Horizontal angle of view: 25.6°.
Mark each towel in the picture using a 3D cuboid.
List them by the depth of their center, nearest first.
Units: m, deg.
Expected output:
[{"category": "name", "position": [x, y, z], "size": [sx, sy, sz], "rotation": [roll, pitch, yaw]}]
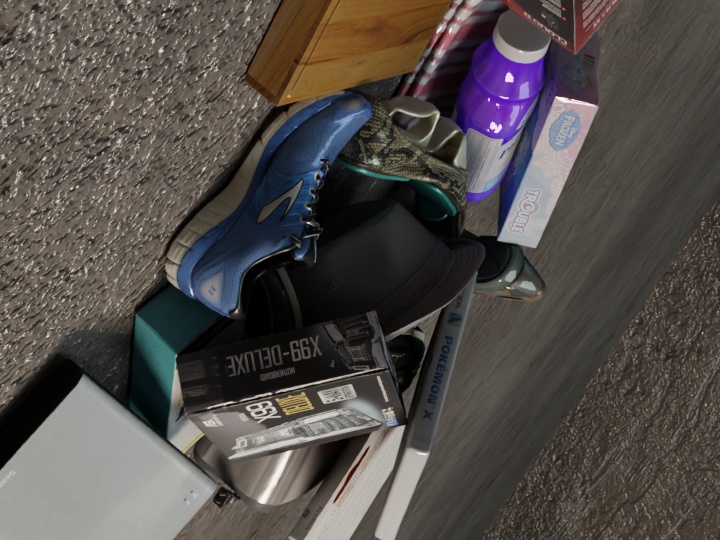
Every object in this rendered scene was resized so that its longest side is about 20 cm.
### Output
[{"category": "towel", "position": [0.086, -0.178, 1.383], "size": [0.146, 0.030, 0.201], "rotation": [-23, 149, -57]}]

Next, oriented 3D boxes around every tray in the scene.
[{"category": "tray", "position": [0.003, -0.179, 1.138], "size": [0.200, 0.037, 0.099], "rotation": [-26, 151, -58]}]

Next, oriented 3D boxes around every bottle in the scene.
[{"category": "bottle", "position": [0.116, -0.144, 1.371], "size": [0.084, 0.065, 0.201], "rotation": [-57, 172, -33]}]

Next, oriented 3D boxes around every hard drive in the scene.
[{"category": "hard drive", "position": [-0.209, 0.168, 1.201], "size": [0.140, 0.033, 0.200], "rotation": [-48, 140, -7]}]

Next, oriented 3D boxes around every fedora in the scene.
[{"category": "fedora", "position": [0.000, 0.000, 1.355], "size": [0.199, 0.091, 0.177], "rotation": [-25, -163, 39]}]

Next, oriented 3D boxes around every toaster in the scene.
[{"category": "toaster", "position": [-0.072, 0.138, 1.506], "size": [0.130, 0.113, 0.200], "rotation": [-61, 163, 22]}]

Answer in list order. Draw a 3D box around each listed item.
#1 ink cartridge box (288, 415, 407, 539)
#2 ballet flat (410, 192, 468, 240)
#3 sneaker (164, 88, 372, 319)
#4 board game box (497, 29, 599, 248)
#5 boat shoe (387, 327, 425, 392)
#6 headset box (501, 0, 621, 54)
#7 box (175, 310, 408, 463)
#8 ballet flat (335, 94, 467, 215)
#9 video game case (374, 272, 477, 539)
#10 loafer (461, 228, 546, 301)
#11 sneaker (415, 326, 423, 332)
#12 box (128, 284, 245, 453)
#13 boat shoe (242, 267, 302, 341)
[{"category": "ink cartridge box", "position": [-0.014, 0.192, 1.501], "size": [0.162, 0.050, 0.200], "rotation": [-57, 164, -8]}, {"category": "ballet flat", "position": [0.070, -0.031, 1.494], "size": [0.075, 0.067, 0.202], "rotation": [54, 51, -55]}, {"category": "sneaker", "position": [-0.052, -0.047, 1.182], "size": [0.201, 0.089, 0.079], "rotation": [-51, 165, 2]}, {"category": "board game box", "position": [0.171, -0.160, 1.444], "size": [0.201, 0.043, 0.201], "rotation": [107, -9, -52]}, {"category": "boat shoe", "position": [0.023, 0.084, 1.494], "size": [0.200, 0.071, 0.068], "rotation": [47, 45, -83]}, {"category": "headset box", "position": [0.112, -0.245, 1.084], "size": [0.075, 0.148, 0.200], "rotation": [-48, 163, -6]}, {"category": "box", "position": [-0.049, 0.096, 1.259], "size": [0.156, 0.050, 0.200], "rotation": [-13, 162, 1]}, {"category": "ballet flat", "position": [0.047, -0.100, 1.314], "size": [0.199, 0.068, 0.076], "rotation": [21, 100, -58]}, {"category": "video game case", "position": [0.057, 0.120, 1.399], "size": [0.201, 0.022, 0.184], "rotation": [103, 3, -59]}, {"category": "loafer", "position": [0.105, -0.003, 1.550], "size": [0.063, 0.200, 0.072], "rotation": [36, 82, -30]}, {"category": "sneaker", "position": [0.022, 0.014, 1.528], "size": [0.075, 0.087, 0.200], "rotation": [-50, 164, -1]}, {"category": "box", "position": [-0.143, 0.079, 1.289], "size": [0.082, 0.049, 0.201], "rotation": [-41, 161, -31]}, {"category": "boat shoe", "position": [-0.095, 0.056, 1.331], "size": [0.062, 0.073, 0.201], "rotation": [-19, 154, -21]}]
